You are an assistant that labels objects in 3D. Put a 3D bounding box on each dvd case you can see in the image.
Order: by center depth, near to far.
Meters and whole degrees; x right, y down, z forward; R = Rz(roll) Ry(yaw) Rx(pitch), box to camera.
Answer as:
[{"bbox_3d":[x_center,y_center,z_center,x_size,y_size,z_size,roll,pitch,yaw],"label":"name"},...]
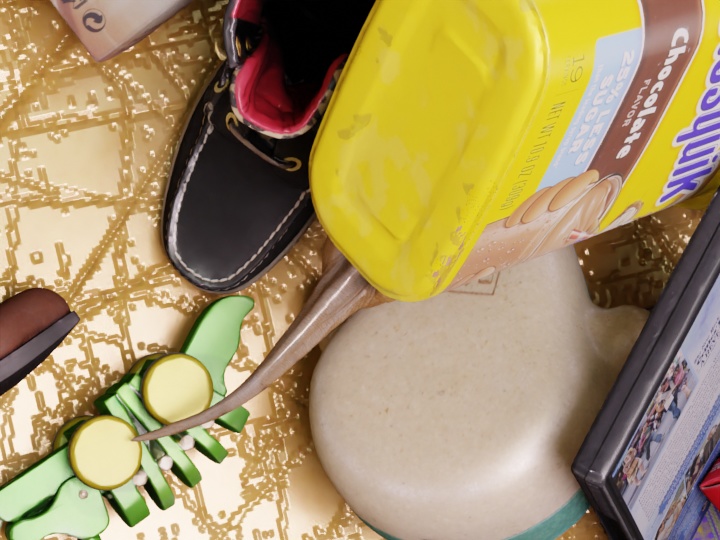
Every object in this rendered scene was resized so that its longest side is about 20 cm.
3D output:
[{"bbox_3d":[0.140,0.050,0.878,0.017,0.200,0.143,26,78,22],"label":"dvd case"}]

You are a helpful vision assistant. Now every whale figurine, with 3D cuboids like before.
[{"bbox_3d":[0.057,0.032,0.918,0.158,0.104,0.201,3,60,21],"label":"whale figurine"}]

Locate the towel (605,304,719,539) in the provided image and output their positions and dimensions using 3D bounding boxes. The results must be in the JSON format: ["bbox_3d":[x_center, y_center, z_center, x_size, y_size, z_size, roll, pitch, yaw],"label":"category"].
[{"bbox_3d":[0.179,0.101,0.987,0.143,0.023,0.201,-17,91,-17],"label":"towel"}]

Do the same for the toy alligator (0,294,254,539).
[{"bbox_3d":[-0.109,0.090,0.887,0.200,0.059,0.054,-41,98,-14],"label":"toy alligator"}]

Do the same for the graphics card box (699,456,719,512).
[{"bbox_3d":[0.248,0.074,0.959,0.126,0.051,0.200,47,54,-8],"label":"graphics card box"}]

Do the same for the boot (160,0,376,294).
[{"bbox_3d":[-0.029,-0.072,0.852,0.073,0.151,0.201,35,100,0],"label":"boot"}]

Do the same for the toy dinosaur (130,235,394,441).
[{"bbox_3d":[0.000,0.000,0.857,0.060,0.106,0.200,40,62,-4],"label":"toy dinosaur"}]

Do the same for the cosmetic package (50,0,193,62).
[{"bbox_3d":[-0.044,-0.182,0.856,0.199,0.103,0.087,-35,96,20],"label":"cosmetic package"}]

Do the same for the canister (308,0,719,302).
[{"bbox_3d":[0.087,-0.074,0.787,0.199,0.149,0.087,-20,57,-42],"label":"canister"}]

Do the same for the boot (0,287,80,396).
[{"bbox_3d":[-0.234,-0.018,0.871,0.187,0.068,0.201,-23,86,-8],"label":"boot"}]
